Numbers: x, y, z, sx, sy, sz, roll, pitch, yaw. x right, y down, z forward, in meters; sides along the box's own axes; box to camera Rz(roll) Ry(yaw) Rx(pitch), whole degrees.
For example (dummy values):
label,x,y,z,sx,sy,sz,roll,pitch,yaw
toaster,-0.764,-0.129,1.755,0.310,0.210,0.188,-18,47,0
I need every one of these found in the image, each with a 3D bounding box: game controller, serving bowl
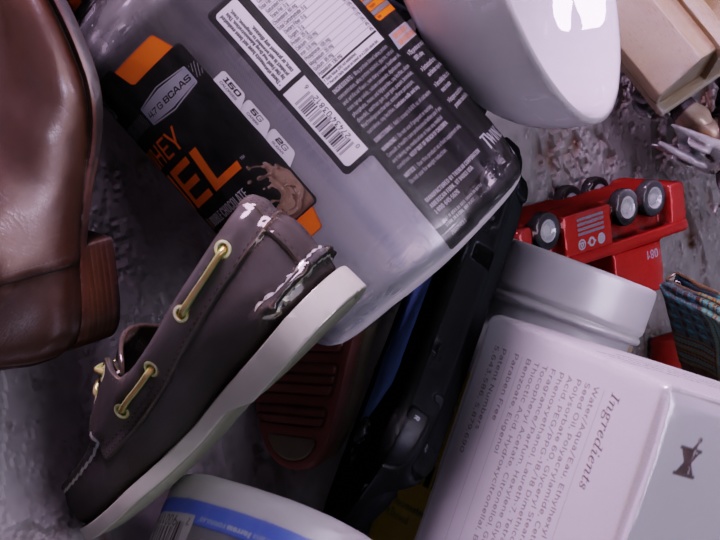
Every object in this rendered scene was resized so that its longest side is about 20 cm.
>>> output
label,x,y,z,sx,sy,sz,roll,pitch,yaw
game controller,0.029,0.028,0.905,0.042,0.104,0.201,31,53,-11
serving bowl,0.054,-0.156,0.876,0.200,0.065,0.201,45,37,-51

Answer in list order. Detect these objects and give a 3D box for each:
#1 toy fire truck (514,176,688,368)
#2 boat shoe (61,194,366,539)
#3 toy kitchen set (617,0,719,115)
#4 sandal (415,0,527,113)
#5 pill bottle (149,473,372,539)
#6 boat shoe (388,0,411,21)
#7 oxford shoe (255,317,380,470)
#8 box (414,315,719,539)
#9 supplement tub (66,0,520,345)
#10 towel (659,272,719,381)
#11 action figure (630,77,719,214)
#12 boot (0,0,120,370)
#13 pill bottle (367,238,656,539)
label,x,y,z,sx,sy,sz,roll,pitch,yaw
toy fire truck,0.141,0.021,1.082,0.199,0.049,0.142,-17,105,-41
boat shoe,-0.075,0.044,0.806,0.061,0.201,0.072,47,38,2
toy kitchen set,0.209,-0.191,1.006,0.163,0.181,0.200,-34,78,-14
sandal,0.078,-0.127,0.985,0.200,0.045,0.075,-56,140,-41
pill bottle,-0.067,0.202,0.851,0.114,0.113,0.201,34,70,-39
boat shoe,-0.006,-0.209,0.920,0.074,0.062,0.201,-21,106,-39
oxford shoe,0.000,0.000,0.934,0.075,0.070,0.201,17,82,-48
box,0.136,0.148,0.865,0.198,0.131,0.201,17,92,-34
supplement tub,-0.036,-0.078,0.824,0.200,0.122,0.122,49,57,-4
towel,0.236,0.091,0.971,0.022,0.200,0.147,-36,130,-21
action figure,0.223,-0.112,1.118,0.130,0.069,0.201,20,65,-27
boot,-0.196,-0.027,0.756,0.199,0.064,0.188,-19,104,-36
pill bottle,0.076,0.091,0.959,0.111,0.111,0.201,19,91,-42
